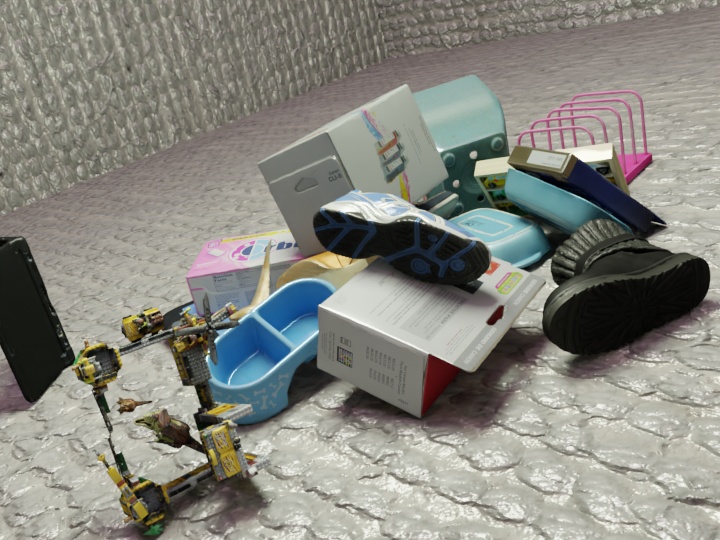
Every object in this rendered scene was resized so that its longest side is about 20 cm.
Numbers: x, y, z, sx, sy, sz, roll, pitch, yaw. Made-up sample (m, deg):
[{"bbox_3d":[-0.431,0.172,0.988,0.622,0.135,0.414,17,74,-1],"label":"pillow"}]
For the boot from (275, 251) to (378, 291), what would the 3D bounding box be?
[{"bbox_3d":[0.000,-0.001,1.009,0.199,0.072,0.143,-20,-1,31],"label":"boot"}]

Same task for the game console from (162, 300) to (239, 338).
[{"bbox_3d":[-0.181,0.061,1.115,0.198,0.032,0.176,-25,22,-21],"label":"game console"}]

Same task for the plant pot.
[{"bbox_3d":[0.156,-0.182,1.274,0.193,0.199,0.200,-18,28,-7],"label":"plant pot"}]

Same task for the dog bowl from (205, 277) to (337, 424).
[{"bbox_3d":[-0.093,0.083,0.878,0.199,0.050,0.111,-39,50,-23],"label":"dog bowl"}]

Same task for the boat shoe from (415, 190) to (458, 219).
[{"bbox_3d":[0.062,-0.063,1.147,0.199,0.075,0.062,-40,64,-16],"label":"boat shoe"}]

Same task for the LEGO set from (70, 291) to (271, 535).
[{"bbox_3d":[-0.168,0.130,0.699,0.152,0.204,0.115,-11,-2,-30],"label":"LEGO set"}]

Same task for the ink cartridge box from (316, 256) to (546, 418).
[{"bbox_3d":[0.079,0.054,0.822,0.174,0.085,0.200,22,38,26],"label":"ink cartridge box"}]

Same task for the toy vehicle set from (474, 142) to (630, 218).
[{"bbox_3d":[0.278,-0.124,1.119,0.197,0.124,0.027,-4,60,31],"label":"toy vehicle set"}]

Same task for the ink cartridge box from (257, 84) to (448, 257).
[{"bbox_3d":[-0.007,-0.134,1.046,0.144,0.146,0.199,-15,16,44],"label":"ink cartridge box"}]

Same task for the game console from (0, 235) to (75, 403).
[{"bbox_3d":[-0.500,0.065,1.096,0.174,0.203,0.116,2,25,40],"label":"game console"}]

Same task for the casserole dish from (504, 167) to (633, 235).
[{"bbox_3d":[0.265,-0.076,1.014,0.039,0.120,0.200,-58,39,6],"label":"casserole dish"}]

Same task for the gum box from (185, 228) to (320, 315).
[{"bbox_3d":[-0.149,-0.002,1.122,0.196,0.067,0.114,-9,27,9],"label":"gum box"}]

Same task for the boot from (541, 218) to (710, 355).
[{"bbox_3d":[0.247,0.013,0.835,0.208,0.081,0.158,-13,25,-23],"label":"boot"}]

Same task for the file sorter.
[{"bbox_3d":[0.357,-0.199,1.237,0.137,0.127,0.199,4,28,42],"label":"file sorter"}]

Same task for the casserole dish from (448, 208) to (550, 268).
[{"bbox_3d":[0.178,-0.047,1.087,0.120,0.039,0.200,-22,20,-18],"label":"casserole dish"}]

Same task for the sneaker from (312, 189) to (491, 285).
[{"bbox_3d":[0.049,-0.046,0.823,0.197,0.077,0.077,19,41,21],"label":"sneaker"}]

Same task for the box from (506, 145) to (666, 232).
[{"bbox_3d":[0.301,-0.101,1.024,0.033,0.198,0.121,-63,27,1],"label":"box"}]

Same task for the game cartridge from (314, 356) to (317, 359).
[{"bbox_3d":[-0.009,0.062,0.974,0.197,0.042,0.133,-9,17,19],"label":"game cartridge"}]

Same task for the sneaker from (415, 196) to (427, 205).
[{"bbox_3d":[0.018,-0.093,1.246,0.198,0.110,0.067,-8,21,21],"label":"sneaker"}]

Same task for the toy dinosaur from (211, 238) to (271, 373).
[{"bbox_3d":[-0.138,0.065,0.989,0.100,0.058,0.202,-22,45,26],"label":"toy dinosaur"}]
